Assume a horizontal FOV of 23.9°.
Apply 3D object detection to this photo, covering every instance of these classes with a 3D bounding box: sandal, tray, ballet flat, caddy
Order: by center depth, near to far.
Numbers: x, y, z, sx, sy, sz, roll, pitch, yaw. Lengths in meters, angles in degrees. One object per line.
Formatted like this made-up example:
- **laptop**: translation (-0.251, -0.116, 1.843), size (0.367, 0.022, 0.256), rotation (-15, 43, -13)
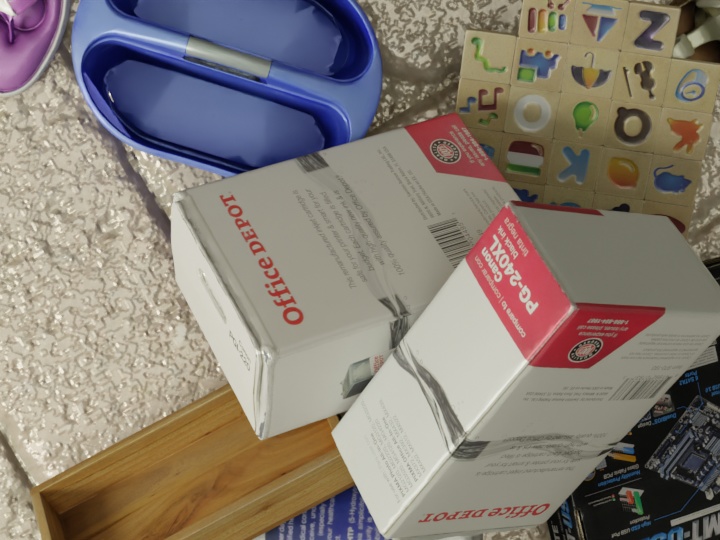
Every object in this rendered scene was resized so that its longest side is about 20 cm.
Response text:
- **tray**: translation (-0.103, 0.134, 1.063), size (0.199, 0.099, 0.037), rotation (-29, 134, 0)
- **caddy**: translation (-0.085, -0.133, 1.093), size (0.199, 0.105, 0.142), rotation (16, 90, -5)
- **sandal**: translation (-0.221, -0.215, 1.106), size (0.082, 0.050, 0.204), rotation (16, 92, -5)
- **ballet flat**: translation (0.215, -0.149, 1.136), size (0.199, 0.072, 0.068), rotation (-30, 93, -3)

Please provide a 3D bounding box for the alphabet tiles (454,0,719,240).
- **alphabet tiles**: translation (0.143, -0.084, 1.115), size (0.165, 0.006, 0.201), rotation (8, 118, 3)

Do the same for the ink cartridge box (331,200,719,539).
- **ink cartridge box**: translation (0.096, 0.062, 0.988), size (0.200, 0.145, 0.084), rotation (-53, 52, 32)

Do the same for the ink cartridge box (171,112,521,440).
- **ink cartridge box**: translation (0.000, 0.000, 1.043), size (0.199, 0.085, 0.146), rotation (-16, 51, -21)

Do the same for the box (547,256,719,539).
- **box**: translation (0.208, 0.103, 1.134), size (0.199, 0.050, 0.200), rotation (-15, 95, -22)

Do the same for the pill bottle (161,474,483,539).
- **pill bottle**: translation (-0.023, 0.181, 1.102), size (0.198, 0.120, 0.121), rotation (0, 93, 7)
